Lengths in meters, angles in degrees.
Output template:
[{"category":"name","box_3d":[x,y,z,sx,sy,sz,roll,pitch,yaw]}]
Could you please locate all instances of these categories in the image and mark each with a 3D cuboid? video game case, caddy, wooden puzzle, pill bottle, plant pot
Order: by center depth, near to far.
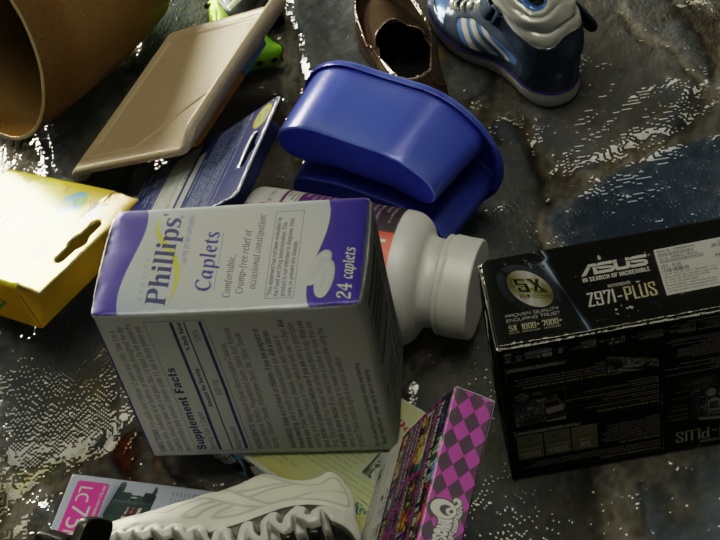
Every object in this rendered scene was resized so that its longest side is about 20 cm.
[{"category":"video game case","box_3d":[0.028,0.200,1.168,0.035,0.181,0.202,19,63,-7]},{"category":"pill bottle","box_3d":[0.000,0.000,1.411,0.198,0.112,0.112,9,51,14]},{"category":"caddy","box_3d":[0.026,-0.104,1.482,0.198,0.142,0.105,21,61,26]},{"category":"wooden puzzle","box_3d":[-0.163,-0.160,1.578,0.199,0.037,0.186,-11,41,50]},{"category":"plant pot","box_3d":[-0.287,-0.250,1.667,0.186,0.188,0.199,31,45,32]}]

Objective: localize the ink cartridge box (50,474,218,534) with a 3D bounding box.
[{"category":"ink cartridge box","box_3d":[-0.143,0.221,1.298,0.198,0.042,0.120,6,51,14]}]

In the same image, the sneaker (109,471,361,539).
[{"category":"sneaker","box_3d":[-0.097,0.190,1.251,0.198,0.076,0.081,-6,34,4]}]

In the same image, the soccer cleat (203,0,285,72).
[{"category":"soccer cleat","box_3d":[-0.117,-0.273,1.715,0.080,0.068,0.202,-5,54,-5]}]

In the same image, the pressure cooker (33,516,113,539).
[{"category":"pressure cooker","box_3d":[-0.180,0.280,1.164,0.198,0.180,0.176,15,42,21]}]

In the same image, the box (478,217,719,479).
[{"category":"box","box_3d":[0.197,0.060,1.288,0.198,0.165,0.087,-11,47,3]}]

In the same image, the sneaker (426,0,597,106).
[{"category":"sneaker","box_3d":[0.130,-0.253,1.586,0.080,0.147,0.200,-33,52,-18]}]

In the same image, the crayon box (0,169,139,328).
[{"category":"crayon box","box_3d":[-0.281,-0.019,1.490,0.199,0.051,0.127,13,50,46]}]

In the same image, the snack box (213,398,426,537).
[{"category":"snack box","box_3d":[-0.025,0.133,1.351,0.199,0.037,0.116,29,61,31]}]

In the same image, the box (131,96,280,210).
[{"category":"box","box_3d":[-0.138,-0.065,1.477,0.199,0.032,0.122,-27,32,45]}]

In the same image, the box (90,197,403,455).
[{"category":"box","box_3d":[-0.077,0.045,1.290,0.198,0.185,0.106,-3,50,9]}]

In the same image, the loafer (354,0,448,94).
[{"category":"loafer","box_3d":[0.041,-0.217,1.623,0.072,0.071,0.201,-18,48,-5]}]
